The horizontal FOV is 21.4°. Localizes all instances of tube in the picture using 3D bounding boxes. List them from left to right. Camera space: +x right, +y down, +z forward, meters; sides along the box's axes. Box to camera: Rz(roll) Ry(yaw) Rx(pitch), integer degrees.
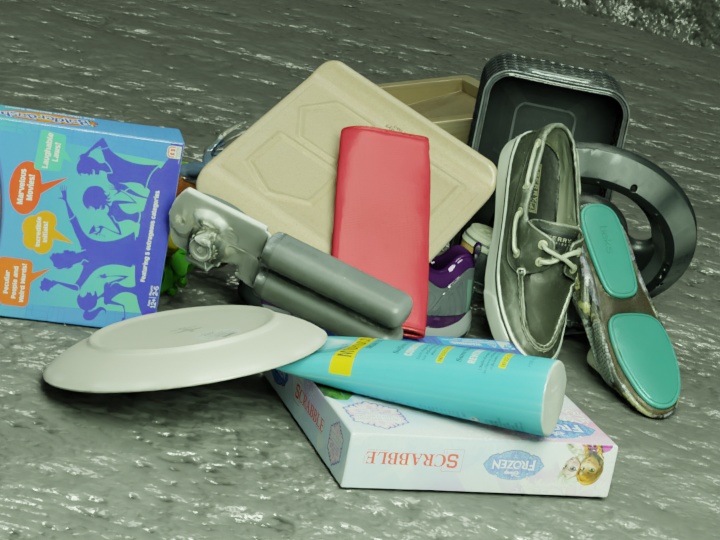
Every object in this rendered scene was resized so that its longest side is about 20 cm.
[{"bbox_3d":[0.038,0.070,1.285,0.198,0.051,0.077,9,9,21],"label":"tube"}]

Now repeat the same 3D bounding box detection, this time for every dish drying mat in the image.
[{"bbox_3d":[0.016,-0.032,1.472,0.076,0.018,0.201,11,50,-9],"label":"dish drying mat"}]

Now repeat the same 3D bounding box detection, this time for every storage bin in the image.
[{"bbox_3d":[0.162,-0.087,1.752,0.134,0.202,0.094,11,17,-1],"label":"storage bin"}]

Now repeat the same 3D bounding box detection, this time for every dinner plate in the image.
[{"bbox_3d":[-0.122,0.050,1.316,0.198,0.025,0.200,-6,11,1],"label":"dinner plate"}]

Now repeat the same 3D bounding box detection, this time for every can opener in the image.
[{"bbox_3d":[-0.049,-0.008,1.393,0.199,0.054,0.067,26,35,11],"label":"can opener"}]

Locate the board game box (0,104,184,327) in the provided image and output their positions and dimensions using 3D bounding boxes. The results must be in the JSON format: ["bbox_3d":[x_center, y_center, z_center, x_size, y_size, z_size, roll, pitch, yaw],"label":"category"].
[{"bbox_3d":[-0.241,-0.041,1.415,0.198,0.154,0.045,7,17,-14],"label":"board game box"}]

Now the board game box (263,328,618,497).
[{"bbox_3d":[0.052,0.097,1.347,0.198,0.042,0.200,4,18,-21],"label":"board game box"}]

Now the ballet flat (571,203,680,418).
[{"bbox_3d":[0.208,0.043,1.551,0.071,0.072,0.202,3,55,-27],"label":"ballet flat"}]

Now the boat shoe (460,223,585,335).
[{"bbox_3d":[0.168,0.027,1.634,0.198,0.063,0.075,25,12,-9],"label":"boat shoe"}]

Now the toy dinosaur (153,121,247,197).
[{"bbox_3d":[-0.132,-0.074,1.592,0.179,0.106,0.200,8,7,14],"label":"toy dinosaur"}]

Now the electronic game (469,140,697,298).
[{"bbox_3d":[0.193,-0.036,1.655,0.198,0.201,0.042,12,48,2],"label":"electronic game"}]

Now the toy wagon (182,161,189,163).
[{"bbox_3d":[-0.191,-0.090,1.753,0.198,0.040,0.155,25,3,8],"label":"toy wagon"}]

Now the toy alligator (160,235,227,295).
[{"bbox_3d":[-0.165,-0.003,1.527,0.199,0.059,0.055,12,48,-52],"label":"toy alligator"}]

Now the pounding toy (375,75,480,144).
[{"bbox_3d":[0.100,-0.105,1.945,0.198,0.144,0.184,-8,22,-23],"label":"pounding toy"}]

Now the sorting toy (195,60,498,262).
[{"bbox_3d":[-0.009,-0.066,1.528,0.184,0.037,0.200,34,49,11],"label":"sorting toy"}]

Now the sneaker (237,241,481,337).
[{"bbox_3d":[0.000,0.000,1.555,0.198,0.088,0.074,7,17,-16],"label":"sneaker"}]

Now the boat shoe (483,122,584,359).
[{"bbox_3d":[0.144,-0.020,1.530,0.070,0.202,0.064,7,-15,-27],"label":"boat shoe"}]
